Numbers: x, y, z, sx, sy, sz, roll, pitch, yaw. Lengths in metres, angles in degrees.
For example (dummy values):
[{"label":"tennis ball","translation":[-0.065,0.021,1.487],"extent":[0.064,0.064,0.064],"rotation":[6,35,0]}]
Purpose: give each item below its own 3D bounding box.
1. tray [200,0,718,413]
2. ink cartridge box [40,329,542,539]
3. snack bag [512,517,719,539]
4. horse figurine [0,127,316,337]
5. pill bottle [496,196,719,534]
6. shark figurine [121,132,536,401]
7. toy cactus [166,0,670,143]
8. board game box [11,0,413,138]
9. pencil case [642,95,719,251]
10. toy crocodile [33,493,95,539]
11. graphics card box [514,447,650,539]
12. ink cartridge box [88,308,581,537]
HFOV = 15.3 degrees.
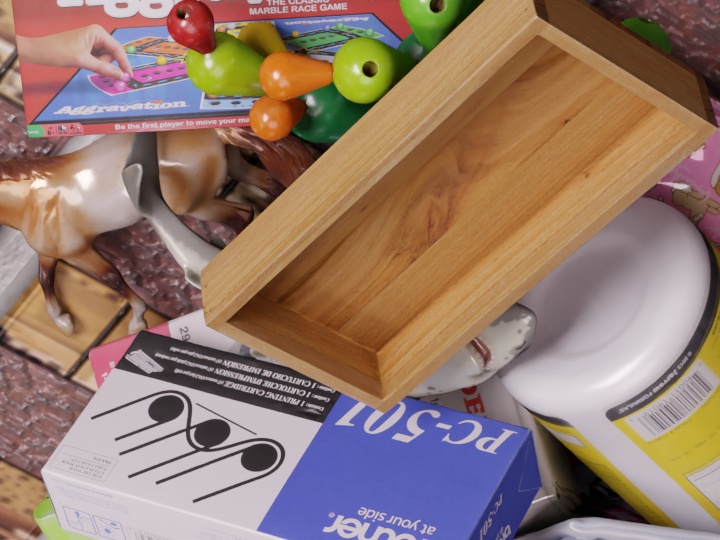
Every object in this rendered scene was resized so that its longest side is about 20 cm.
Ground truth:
[{"label":"tray","translation":[0.036,-0.028,1.073],"extent":[0.099,0.037,0.200],"rotation":[27,126,-32]},{"label":"ink cartridge box","translation":[-0.031,0.092,1.182],"extent":[0.200,0.094,0.044],"rotation":[14,139,24]},{"label":"snack bag","translation":[0.157,0.150,1.282],"extent":[0.200,0.021,0.189],"rotation":[8,164,-15]},{"label":"horse figurine","translation":[-0.103,-0.029,1.266],"extent":[0.200,0.050,0.133],"rotation":[-19,131,13]},{"label":"pill bottle","translation":[0.154,0.060,1.244],"extent":[0.112,0.112,0.200],"rotation":[-31,134,18]},{"label":"shark figurine","translation":[-0.018,0.001,1.217],"extent":[0.214,0.090,0.128],"rotation":[26,141,12]},{"label":"toy cactus","translation":[0.026,-0.078,1.124],"extent":[0.200,0.102,0.165],"rotation":[-10,146,-1]},{"label":"board game box","translation":[-0.048,-0.108,1.148],"extent":[0.200,0.019,0.103],"rotation":[-4,126,-2]},{"label":"pencil case","translation":[0.158,-0.046,1.251],"extent":[0.200,0.083,0.087],"rotation":[26,97,-20]},{"label":"toy crocodile","translation":[-0.069,0.111,1.365],"extent":[0.200,0.062,0.068],"rotation":[-15,126,7]},{"label":"graphics card box","translation":[0.125,0.114,1.389],"extent":[0.125,0.051,0.200],"rotation":[-4,128,-1]},{"label":"ink cartridge box","translation":[-0.011,0.077,1.282],"extent":[0.200,0.146,0.085],"rotation":[-19,166,7]}]
